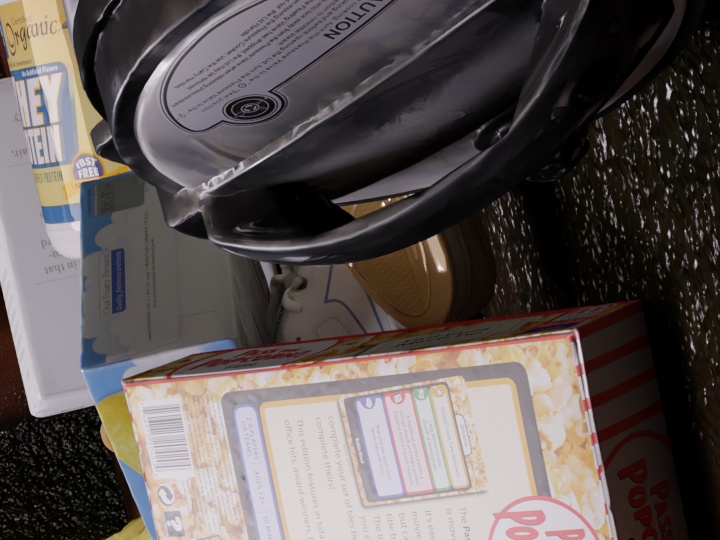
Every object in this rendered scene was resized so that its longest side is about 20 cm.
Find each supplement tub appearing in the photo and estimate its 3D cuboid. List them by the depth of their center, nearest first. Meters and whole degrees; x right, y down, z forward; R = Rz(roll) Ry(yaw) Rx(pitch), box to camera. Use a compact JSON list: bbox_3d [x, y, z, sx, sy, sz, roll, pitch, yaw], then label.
[{"bbox_3d":[-0.122,-0.118,1.312,0.145,0.144,0.201,-164,61,-77],"label":"supplement tub"}]

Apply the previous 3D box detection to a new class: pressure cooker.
[{"bbox_3d":[0.002,-0.106,0.630,0.176,0.177,0.201,97,160,-69],"label":"pressure cooker"}]

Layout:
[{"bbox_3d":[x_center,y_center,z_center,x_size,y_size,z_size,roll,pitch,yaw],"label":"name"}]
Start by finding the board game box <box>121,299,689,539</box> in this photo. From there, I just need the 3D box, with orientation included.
[{"bbox_3d":[0.018,0.098,0.819,0.199,0.046,0.153,-7,97,38],"label":"board game box"}]

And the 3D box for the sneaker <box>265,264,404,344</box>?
[{"bbox_3d":[0.000,0.000,0.993,0.075,0.086,0.201,-139,38,-74],"label":"sneaker"}]

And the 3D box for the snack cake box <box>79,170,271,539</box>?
[{"bbox_3d":[-0.065,0.062,1.036,0.115,0.067,0.201,-98,-6,-46],"label":"snack cake box"}]

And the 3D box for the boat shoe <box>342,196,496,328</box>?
[{"bbox_3d":[0.013,-0.063,0.900,0.201,0.069,0.074,64,148,32],"label":"boat shoe"}]

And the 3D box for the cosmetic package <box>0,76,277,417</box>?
[{"bbox_3d":[-0.152,-0.024,1.519,0.167,0.165,0.201,148,109,-79],"label":"cosmetic package"}]

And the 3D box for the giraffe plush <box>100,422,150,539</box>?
[{"bbox_3d":[-0.094,0.164,1.499,0.200,0.172,0.163,44,138,39],"label":"giraffe plush"}]
